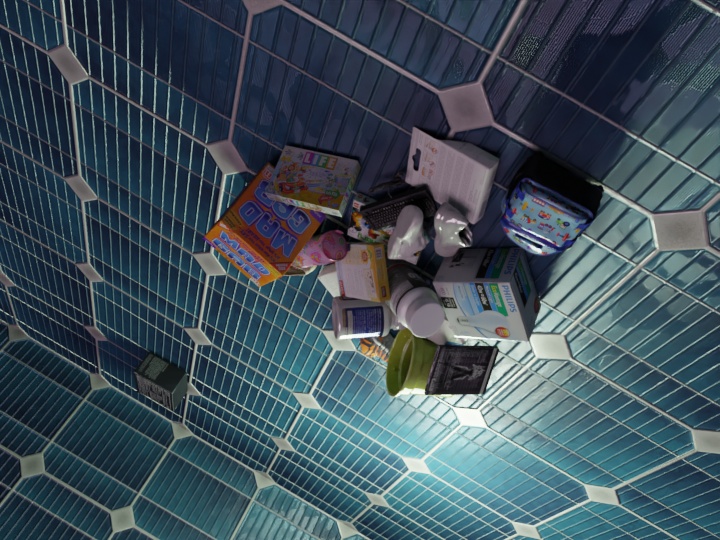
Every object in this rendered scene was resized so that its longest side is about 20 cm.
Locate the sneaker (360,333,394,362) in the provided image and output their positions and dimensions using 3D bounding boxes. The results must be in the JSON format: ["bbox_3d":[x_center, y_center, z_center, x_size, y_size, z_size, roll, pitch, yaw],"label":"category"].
[{"bbox_3d":[0.078,0.253,1.936,0.201,0.078,0.112,51,143,-7],"label":"sneaker"}]

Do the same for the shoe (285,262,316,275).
[{"bbox_3d":[-0.224,-0.021,1.842,0.197,0.054,0.071,8,136,26],"label":"shoe"}]

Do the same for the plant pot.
[{"bbox_3d":[0.191,0.279,1.792,0.181,0.203,0.201,16,144,-14],"label":"plant pot"}]

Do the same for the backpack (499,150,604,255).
[{"bbox_3d":[0.370,-0.113,1.293,0.181,0.135,0.201,30,145,2],"label":"backpack"}]

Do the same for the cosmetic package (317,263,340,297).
[{"bbox_3d":[-0.031,0.066,1.812,0.082,0.051,0.201,-15,123,39],"label":"cosmetic package"}]

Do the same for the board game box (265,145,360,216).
[{"bbox_3d":[-0.114,-0.215,1.495,0.197,0.137,0.034,14,162,19],"label":"board game box"}]

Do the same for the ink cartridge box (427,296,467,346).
[{"bbox_3d":[0.203,0.129,1.714,0.198,0.068,0.117,29,142,3],"label":"ink cartridge box"}]

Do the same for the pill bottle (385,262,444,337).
[{"bbox_3d":[0.128,0.074,1.587,0.115,0.113,0.200,63,173,-35],"label":"pill bottle"}]

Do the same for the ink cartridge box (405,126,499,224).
[{"bbox_3d":[0.196,-0.217,1.379,0.199,0.050,0.162,37,146,24],"label":"ink cartridge box"}]

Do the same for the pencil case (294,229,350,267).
[{"bbox_3d":[-0.111,-0.057,1.677,0.088,0.088,0.199,46,153,-19],"label":"pencil case"}]

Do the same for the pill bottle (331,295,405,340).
[{"bbox_3d":[0.025,0.125,1.733,0.196,0.121,0.121,-3,141,-10],"label":"pill bottle"}]

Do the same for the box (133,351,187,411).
[{"bbox_3d":[-0.873,0.490,2.763,0.196,0.124,0.201,28,143,5],"label":"box"}]

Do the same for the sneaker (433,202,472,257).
[{"bbox_3d":[0.219,-0.073,1.435,0.088,0.076,0.200,29,166,22],"label":"sneaker"}]

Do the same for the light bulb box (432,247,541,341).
[{"bbox_3d":[0.309,0.058,1.522,0.197,0.126,0.200,-1,132,35],"label":"light bulb box"}]

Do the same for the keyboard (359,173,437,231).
[{"bbox_3d":[0.077,-0.158,1.475,0.198,0.021,0.128,-14,121,39],"label":"keyboard"}]

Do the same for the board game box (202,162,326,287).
[{"bbox_3d":[-0.248,-0.110,1.611,0.199,0.201,0.199,42,155,-15],"label":"board game box"}]

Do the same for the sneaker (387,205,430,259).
[{"bbox_3d":[0.126,-0.086,1.466,0.087,0.077,0.200,8,156,-9],"label":"sneaker"}]

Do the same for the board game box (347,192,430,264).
[{"bbox_3d":[0.068,-0.104,1.576,0.197,0.035,0.127,24,141,9],"label":"board game box"}]

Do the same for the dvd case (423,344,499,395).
[{"bbox_3d":[0.278,0.273,1.719,0.196,0.016,0.151,4,111,-25],"label":"dvd case"}]

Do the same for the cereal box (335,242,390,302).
[{"bbox_3d":[0.000,0.000,1.631,0.199,0.039,0.147,7,107,58],"label":"cereal box"}]
